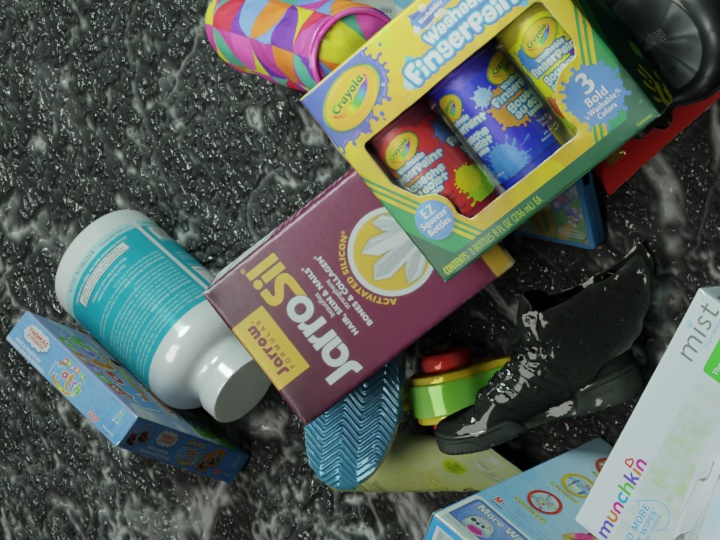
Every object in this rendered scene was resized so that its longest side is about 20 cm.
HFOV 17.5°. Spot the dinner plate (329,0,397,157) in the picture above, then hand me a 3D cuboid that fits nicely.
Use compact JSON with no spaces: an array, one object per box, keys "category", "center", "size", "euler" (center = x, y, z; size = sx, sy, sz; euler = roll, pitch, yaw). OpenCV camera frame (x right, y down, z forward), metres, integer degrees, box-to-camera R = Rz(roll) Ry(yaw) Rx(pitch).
[{"category":"dinner plate","center":[0.022,-0.158,1.837],"size":[0.199,0.024,0.201],"euler":[14,111,40]}]

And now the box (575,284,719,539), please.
[{"category":"box","center":[0.275,0.137,1.612],"size":[0.176,0.096,0.201],"euler":[39,115,29]}]

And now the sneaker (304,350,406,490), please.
[{"category":"sneaker","center":[0.007,0.074,1.846],"size":[0.076,0.081,0.201],"euler":[9,86,13]}]

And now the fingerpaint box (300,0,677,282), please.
[{"category":"fingerpaint box","center":[0.088,-0.119,1.620],"size":[0.200,0.073,0.167],"euler":[-38,92,23]}]

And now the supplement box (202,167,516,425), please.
[{"category":"supplement box","center":[0.000,0.000,1.749],"size":[0.200,0.103,0.131],"euler":[-39,93,6]}]

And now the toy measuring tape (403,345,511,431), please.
[{"category":"toy measuring tape","center":[0.098,0.091,1.807],"size":[0.199,0.073,0.074],"euler":[-9,97,45]}]

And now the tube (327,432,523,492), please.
[{"category":"tube","center":[0.049,0.155,1.882],"size":[0.199,0.058,0.052],"euler":[-3,100,45]}]

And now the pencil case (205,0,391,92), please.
[{"category":"pencil case","center":[-0.044,-0.178,1.807],"size":[0.200,0.088,0.089],"euler":[29,124,60]}]

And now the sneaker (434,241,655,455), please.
[{"category":"sneaker","center":[0.134,0.060,1.732],"size":[0.199,0.060,0.105],"euler":[-19,100,17]}]

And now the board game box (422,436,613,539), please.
[{"category":"board game box","center":[0.176,0.223,1.683],"size":[0.200,0.195,0.056],"euler":[39,127,30]}]

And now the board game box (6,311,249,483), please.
[{"category":"board game box","center":[-0.198,0.111,2.017],"size":[0.151,0.200,0.037],"euler":[40,96,28]}]

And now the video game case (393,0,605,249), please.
[{"category":"video game case","center":[0.102,-0.114,1.731],"size":[0.143,0.018,0.201],"euler":[13,130,41]}]

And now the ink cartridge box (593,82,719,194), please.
[{"category":"ink cartridge box","center":[0.161,-0.174,1.681],"size":[0.161,0.050,0.201],"euler":[-44,70,43]}]

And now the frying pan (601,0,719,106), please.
[{"category":"frying pan","center":[0.196,-0.196,1.610],"size":[0.114,0.031,0.191],"euler":[-2,119,34]}]

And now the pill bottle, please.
[{"category":"pill bottle","center":[-0.164,0.044,2.016],"size":[0.200,0.111,0.111],"euler":[41,127,29]}]
